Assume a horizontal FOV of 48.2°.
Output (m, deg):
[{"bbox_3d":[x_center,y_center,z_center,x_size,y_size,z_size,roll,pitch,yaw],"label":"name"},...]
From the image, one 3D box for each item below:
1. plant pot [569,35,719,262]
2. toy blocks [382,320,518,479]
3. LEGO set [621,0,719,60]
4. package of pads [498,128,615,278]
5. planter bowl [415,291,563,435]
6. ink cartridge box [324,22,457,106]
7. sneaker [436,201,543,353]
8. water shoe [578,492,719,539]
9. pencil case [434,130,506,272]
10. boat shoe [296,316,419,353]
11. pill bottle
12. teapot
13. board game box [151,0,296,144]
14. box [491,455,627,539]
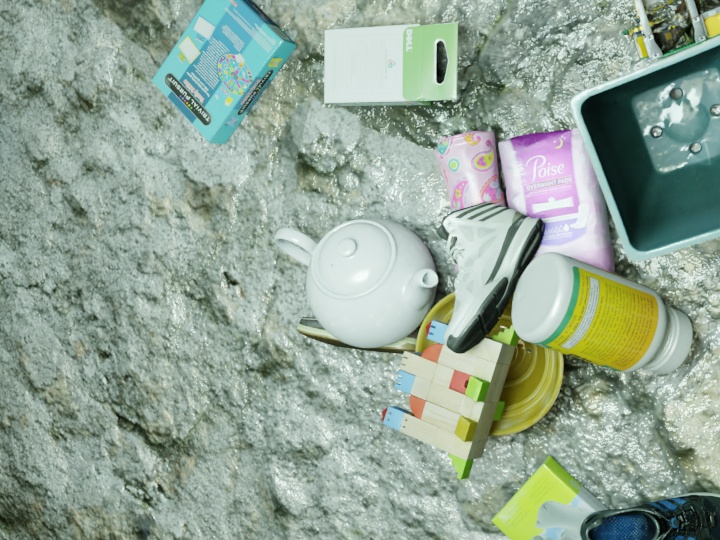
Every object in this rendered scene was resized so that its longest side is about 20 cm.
[{"bbox_3d":[0.369,-0.153,0.906,0.196,0.200,0.197,-20,101,24],"label":"plant pot"},{"bbox_3d":[0.109,0.147,1.039,0.137,0.100,0.200,18,92,32],"label":"toy blocks"},{"bbox_3d":[0.386,-0.325,0.916,0.200,0.154,0.116,-16,102,30],"label":"LEGO set"},{"bbox_3d":[0.256,-0.082,1.043,0.120,0.076,0.200,-8,91,22],"label":"package of pads"},{"bbox_3d":[0.182,0.115,1.091,0.200,0.083,0.201,3,97,25],"label":"planter bowl"},{"bbox_3d":[0.049,-0.286,1.128,0.200,0.059,0.104,4,97,24],"label":"ink cartridge box"},{"bbox_3d":[0.133,0.001,1.003,0.115,0.076,0.201,26,73,25],"label":"sneaker"},{"bbox_3d":[0.375,0.322,0.996,0.200,0.079,0.072,-12,74,5],"label":"water shoe"},{"bbox_3d":[0.155,-0.086,1.084,0.087,0.087,0.200,-8,93,25],"label":"pencil case"},{"bbox_3d":[-0.001,0.082,1.187,0.200,0.073,0.065,6,77,26],"label":"boat shoe"},{"bbox_3d":[0.296,0.059,0.978,0.200,0.113,0.113,19,106,-17],"label":"pill bottle"},{"bbox_3d":[0.000,0.000,1.098,0.200,0.146,0.198,-25,55,10],"label":"teapot"},{"bbox_3d":[-0.215,-0.323,1.253,0.151,0.047,0.200,47,112,14],"label":"board game box"},{"bbox_3d":[0.292,0.365,1.085,0.200,0.048,0.122,42,110,17],"label":"box"}]
